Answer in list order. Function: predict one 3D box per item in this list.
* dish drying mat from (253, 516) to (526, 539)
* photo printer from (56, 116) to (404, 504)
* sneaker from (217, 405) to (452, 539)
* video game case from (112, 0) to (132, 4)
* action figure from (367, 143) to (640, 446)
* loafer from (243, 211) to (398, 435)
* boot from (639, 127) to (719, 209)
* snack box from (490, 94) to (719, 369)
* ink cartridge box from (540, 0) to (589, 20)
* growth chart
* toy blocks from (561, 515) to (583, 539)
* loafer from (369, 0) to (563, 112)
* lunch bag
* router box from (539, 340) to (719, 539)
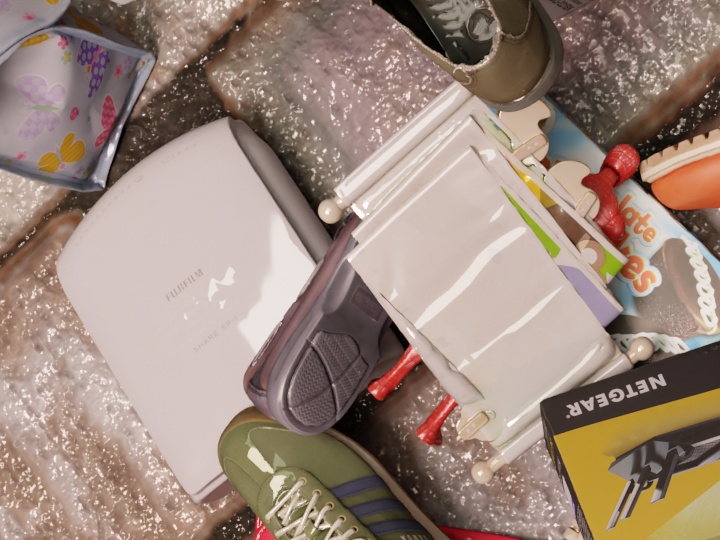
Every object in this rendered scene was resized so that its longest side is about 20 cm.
[{"bbox_3d":[0.023,0.191,1.025,0.198,0.018,0.078,5,90,21],"label":"dish drying mat"},{"bbox_3d":[-0.089,0.017,1.048,0.166,0.069,0.201,-37,76,15],"label":"photo printer"},{"bbox_3d":[-0.004,0.157,0.954,0.200,0.090,0.067,39,107,1],"label":"sneaker"},{"bbox_3d":[-0.064,-0.253,0.908,0.199,0.023,0.184,-12,64,46],"label":"video game case"},{"bbox_3d":[0.089,0.007,0.954,0.065,0.052,0.200,43,99,12],"label":"action figure"},{"bbox_3d":[0.000,0.000,0.962,0.063,0.072,0.201,16,67,53],"label":"loafer"},{"bbox_3d":[0.254,-0.035,0.923,0.198,0.075,0.108,-3,91,19],"label":"boot"},{"bbox_3d":[0.128,-0.006,0.985,0.200,0.037,0.116,45,102,17],"label":"snack box"},{"bbox_3d":[0.049,-0.238,0.969,0.083,0.144,0.201,-30,77,19],"label":"ink cartridge box"},{"bbox_3d":[0.074,0.000,0.917,0.144,0.018,0.201,-32,100,3],"label":"growth chart"},{"bbox_3d":[0.167,0.181,0.940,0.136,0.100,0.201,32,95,29],"label":"toy blocks"},{"bbox_3d":[0.028,-0.169,0.859,0.075,0.070,0.200,-45,73,16],"label":"loafer"},{"bbox_3d":[-0.249,-0.138,1.047,0.169,0.200,0.128,25,96,20],"label":"lunch bag"},{"bbox_3d":[0.211,0.112,0.875,0.198,0.052,0.158,-19,54,-2],"label":"router box"}]
